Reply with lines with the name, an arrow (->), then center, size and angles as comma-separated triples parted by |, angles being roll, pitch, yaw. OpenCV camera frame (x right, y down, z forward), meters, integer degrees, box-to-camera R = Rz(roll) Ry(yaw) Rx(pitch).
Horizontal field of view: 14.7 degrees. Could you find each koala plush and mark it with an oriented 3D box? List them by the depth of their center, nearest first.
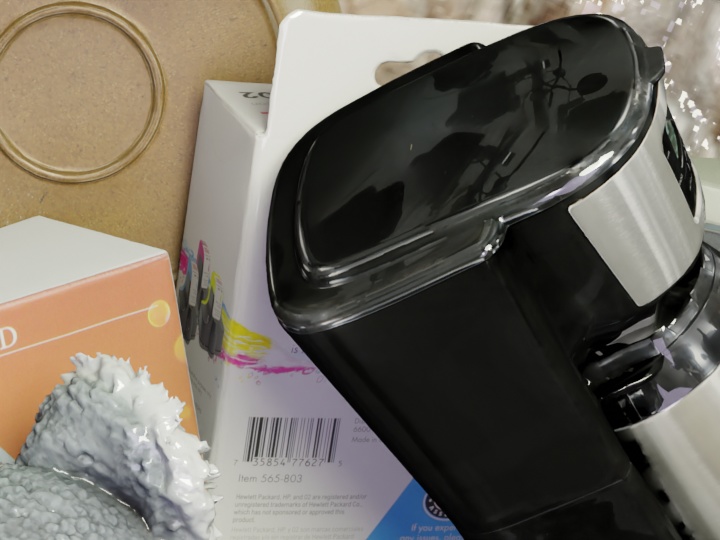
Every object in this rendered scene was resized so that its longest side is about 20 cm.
koala plush -> -0.069, 0.138, 0.841 | 0.177, 0.184, 0.200 | -37, 94, -5

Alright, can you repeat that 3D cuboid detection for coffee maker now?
coffee maker -> 0.053, 0.044, 0.903 | 0.192, 0.135, 0.200 | -38, 119, -2

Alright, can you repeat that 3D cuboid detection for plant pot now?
plant pot -> -0.102, -0.065, 0.993 | 0.199, 0.027, 0.201 | -1, 106, -4

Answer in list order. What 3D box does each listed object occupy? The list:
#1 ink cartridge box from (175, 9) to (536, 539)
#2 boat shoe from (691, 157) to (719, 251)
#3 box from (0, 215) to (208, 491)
ink cartridge box -> 0.000, 0.000, 0.980 | 0.115, 0.068, 0.201 | 2, 110, -22
boat shoe -> 0.183, 0.013, 0.978 | 0.200, 0.070, 0.072 | 19, 107, 26
box -> -0.123, 0.097, 0.948 | 0.124, 0.097, 0.201 | -18, 108, -31
